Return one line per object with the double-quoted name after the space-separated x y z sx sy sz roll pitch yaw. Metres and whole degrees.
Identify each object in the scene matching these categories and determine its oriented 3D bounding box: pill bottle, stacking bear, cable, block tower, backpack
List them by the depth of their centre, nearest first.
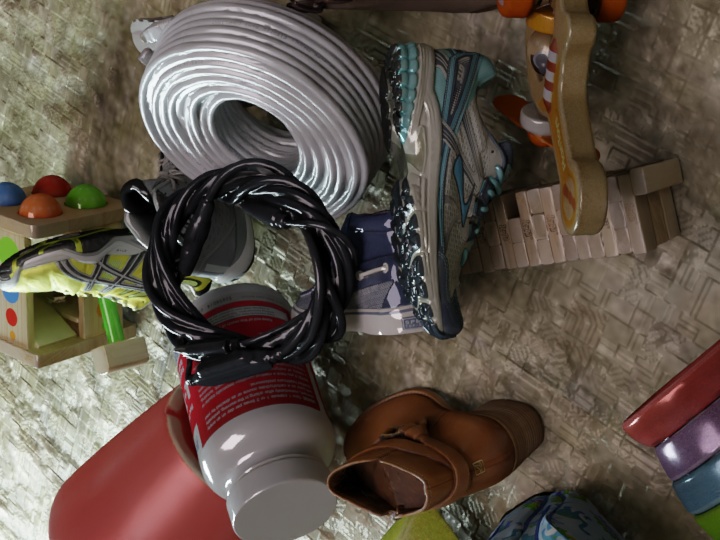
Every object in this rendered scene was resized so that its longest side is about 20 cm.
0.267 0.141 0.728 0.201 0.113 0.122 51 128 12 "stacking bear"
0.139 0.232 0.795 0.154 0.199 0.164 -45 71 29 "backpack"
0.128 -0.033 0.831 0.199 0.054 0.058 -10 96 42 "block tower"
-0.083 -0.004 0.900 0.199 0.051 0.165 -20 77 35 "cable"
-0.073 -0.120 0.905 0.199 0.070 0.200 -15 130 47 "cable"
-0.085 0.117 0.967 0.113 0.111 0.201 -59 37 34 "pill bottle"

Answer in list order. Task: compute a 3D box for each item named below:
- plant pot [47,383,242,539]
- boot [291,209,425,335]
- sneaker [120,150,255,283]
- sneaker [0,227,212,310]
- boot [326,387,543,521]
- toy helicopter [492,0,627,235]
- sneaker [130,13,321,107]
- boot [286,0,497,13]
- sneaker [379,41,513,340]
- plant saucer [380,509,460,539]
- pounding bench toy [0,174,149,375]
-0.157 0.206 1.061 0.201 0.200 0.178 50 120 18 "plant pot"
0.000 0.000 0.919 0.199 0.072 0.091 -4 94 60 "boot"
-0.156 -0.089 1.000 0.075 0.115 0.202 -25 73 37 "sneaker"
-0.223 0.001 1.054 0.075 0.198 0.077 -147 49 -72 "sneaker"
0.024 0.143 0.899 0.199 0.154 0.074 -17 91 42 "boot"
0.128 -0.105 0.760 0.133 0.078 0.202 103 166 -58 "toy helicopter"
-0.117 -0.177 0.990 0.198 0.076 0.081 13 118 36 "sneaker"
0.023 -0.210 0.811 0.198 0.146 0.071 1 101 40 "boot"
0.065 -0.055 0.793 0.078 0.085 0.203 172 94 -81 "sneaker"
0.060 0.311 0.954 0.200 0.048 0.200 51 143 18 "plant saucer"
-0.280 0.000 1.142 0.199 0.124 0.158 17 112 36 "pounding bench toy"
